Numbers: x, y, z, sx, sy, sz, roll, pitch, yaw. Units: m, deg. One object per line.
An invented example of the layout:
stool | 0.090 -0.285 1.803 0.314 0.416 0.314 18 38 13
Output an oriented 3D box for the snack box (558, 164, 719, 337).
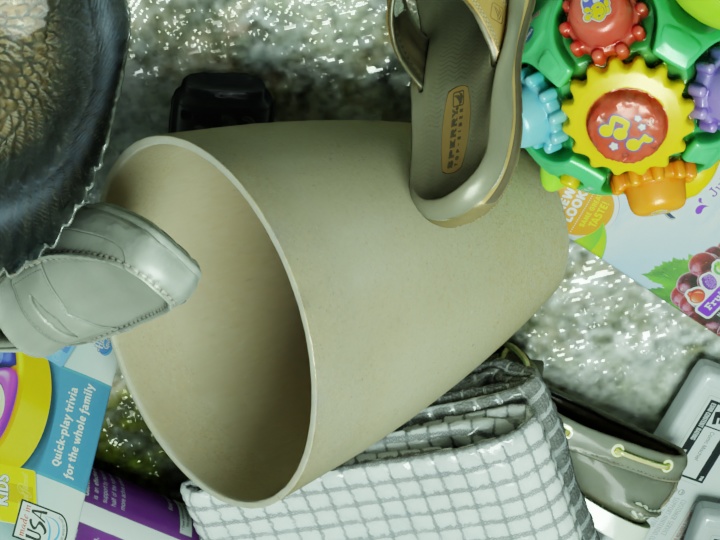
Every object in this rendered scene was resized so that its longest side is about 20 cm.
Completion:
snack box | 0.199 -0.078 1.473 0.142 0.053 0.200 32 112 -20

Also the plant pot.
plant pot | 0.000 0.000 1.421 0.200 0.187 0.188 -18 127 -34

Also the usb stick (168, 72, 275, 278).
usb stick | -0.080 -0.011 1.493 0.055 0.033 0.200 3 120 -7

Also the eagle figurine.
eagle figurine | -0.164 -0.113 1.364 0.151 0.152 0.200 -2 109 37

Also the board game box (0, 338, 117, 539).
board game box | -0.231 0.060 1.448 0.200 0.151 0.047 23 146 -19

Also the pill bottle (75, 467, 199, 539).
pill bottle | -0.172 0.156 1.534 0.200 0.113 0.113 24 115 -18

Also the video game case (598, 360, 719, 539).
video game case | 0.227 0.161 1.626 0.182 0.022 0.200 20 115 -17

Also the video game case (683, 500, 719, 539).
video game case | 0.251 0.231 1.636 0.182 0.022 0.200 10 117 -12

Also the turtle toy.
turtle toy | 0.141 -0.108 1.357 0.146 0.101 0.200 28 122 -11

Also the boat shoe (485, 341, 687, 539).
boat shoe | 0.085 0.074 1.537 0.201 0.072 0.060 33 98 -10

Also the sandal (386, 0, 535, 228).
sandal | 0.041 -0.119 1.353 0.054 0.201 0.080 22 152 -37

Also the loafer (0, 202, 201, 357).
loafer | -0.142 0.012 1.375 0.070 0.200 0.070 42 67 -19

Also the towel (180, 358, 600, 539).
towel | 0.022 0.138 1.493 0.199 0.086 0.166 -10 125 15
